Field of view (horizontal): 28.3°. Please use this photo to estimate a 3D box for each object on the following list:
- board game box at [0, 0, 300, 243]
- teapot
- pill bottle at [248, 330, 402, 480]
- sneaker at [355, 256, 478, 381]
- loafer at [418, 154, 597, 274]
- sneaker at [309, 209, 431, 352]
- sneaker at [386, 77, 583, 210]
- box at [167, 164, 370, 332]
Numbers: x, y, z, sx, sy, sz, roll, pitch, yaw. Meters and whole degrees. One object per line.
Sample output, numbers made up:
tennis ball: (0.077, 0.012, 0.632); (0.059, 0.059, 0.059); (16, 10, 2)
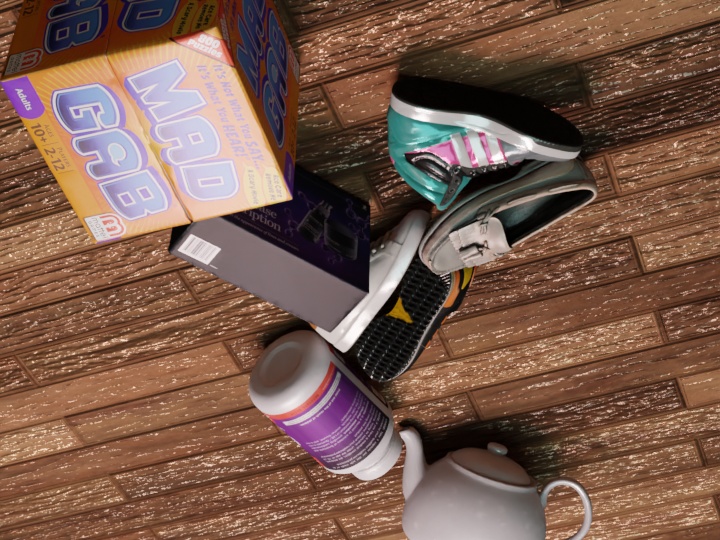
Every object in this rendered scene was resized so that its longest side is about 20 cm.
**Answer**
board game box: (-0.183, -0.180, 1.315); (0.199, 0.200, 0.200); (-12, 134, 12)
teapot: (0.158, 0.290, 1.804); (0.200, 0.197, 0.146); (14, 98, -40)
pill bottle: (-0.036, 0.168, 1.711); (0.112, 0.113, 0.200); (-26, 128, 23)
sneaker: (0.072, 0.051, 1.618); (0.090, 0.070, 0.200); (-18, 150, -45)
loafer: (0.154, -0.054, 1.488); (0.200, 0.063, 0.072); (-33, 135, 4)
sneaker: (0.000, 0.000, 1.578); (0.085, 0.073, 0.200); (35, 118, -3)
sneaker: (0.116, -0.115, 1.454); (0.199, 0.084, 0.121); (14, 128, -2)
box: (-0.090, -0.045, 1.487); (0.200, 0.141, 0.079); (27, 126, -24)
